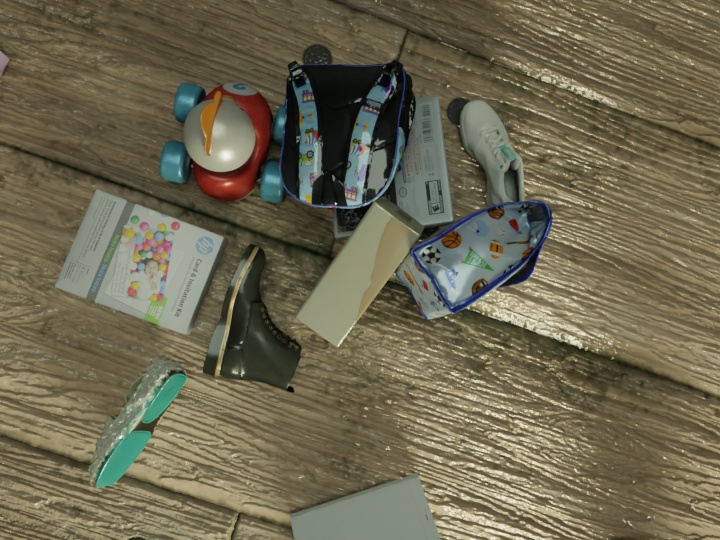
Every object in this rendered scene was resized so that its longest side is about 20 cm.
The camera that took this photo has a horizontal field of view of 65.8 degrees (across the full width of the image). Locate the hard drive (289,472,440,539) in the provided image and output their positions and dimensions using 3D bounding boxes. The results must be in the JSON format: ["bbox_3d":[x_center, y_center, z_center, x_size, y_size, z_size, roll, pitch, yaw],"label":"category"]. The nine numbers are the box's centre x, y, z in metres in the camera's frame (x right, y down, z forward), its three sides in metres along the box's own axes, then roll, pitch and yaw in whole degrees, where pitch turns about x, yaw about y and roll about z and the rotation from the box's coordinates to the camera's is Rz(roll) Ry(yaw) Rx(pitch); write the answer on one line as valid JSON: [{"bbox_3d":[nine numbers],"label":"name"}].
[{"bbox_3d":[0.009,0.386,0.797,0.199,0.026,0.132,-15,52,-7],"label":"hard drive"}]

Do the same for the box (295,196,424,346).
[{"bbox_3d":[0.000,0.000,0.794,0.078,0.095,0.200,36,107,1],"label":"box"}]

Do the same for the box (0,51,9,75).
[{"bbox_3d":[-0.656,-0.288,0.792,0.200,0.097,0.176,24,83,-3],"label":"box"}]

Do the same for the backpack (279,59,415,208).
[{"bbox_3d":[-0.018,-0.176,0.783,0.182,0.135,0.201,4,82,13],"label":"backpack"}]

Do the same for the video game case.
[{"bbox_3d":[0.041,-0.156,0.849,0.181,0.023,0.201,-7,81,11],"label":"video game case"}]

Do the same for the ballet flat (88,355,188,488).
[{"bbox_3d":[-0.325,0.211,0.803,0.072,0.072,0.200,35,81,-1],"label":"ballet flat"}]

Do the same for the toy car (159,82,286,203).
[{"bbox_3d":[-0.187,-0.198,0.774,0.184,0.200,0.178,12,84,-4],"label":"toy car"}]

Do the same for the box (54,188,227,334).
[{"bbox_3d":[-0.321,-0.011,0.827,0.199,0.041,0.156,21,84,-4],"label":"box"}]

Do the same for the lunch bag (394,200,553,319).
[{"bbox_3d":[0.168,-0.020,0.806,0.200,0.170,0.124,-33,87,-10],"label":"lunch bag"}]

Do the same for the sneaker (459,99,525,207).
[{"bbox_3d":[0.216,-0.179,0.865,0.075,0.088,0.201,-19,87,-5],"label":"sneaker"}]

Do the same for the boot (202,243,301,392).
[{"bbox_3d":[-0.137,0.073,0.826,0.138,0.077,0.201,17,97,-7],"label":"boot"}]
